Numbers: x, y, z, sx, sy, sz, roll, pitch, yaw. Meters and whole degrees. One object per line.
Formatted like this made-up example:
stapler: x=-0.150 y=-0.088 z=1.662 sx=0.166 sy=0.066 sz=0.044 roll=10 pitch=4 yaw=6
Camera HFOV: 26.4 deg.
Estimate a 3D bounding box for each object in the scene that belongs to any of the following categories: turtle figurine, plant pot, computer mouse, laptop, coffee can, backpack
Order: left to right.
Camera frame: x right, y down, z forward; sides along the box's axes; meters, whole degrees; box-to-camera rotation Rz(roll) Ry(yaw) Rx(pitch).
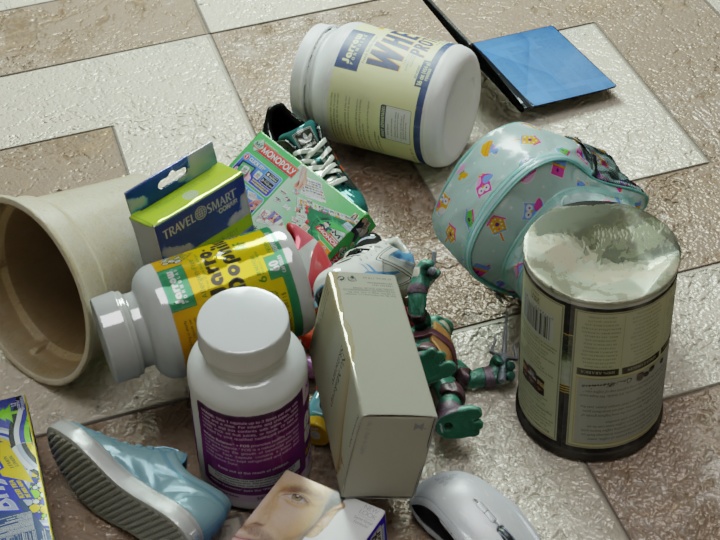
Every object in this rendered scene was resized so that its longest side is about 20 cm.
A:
plant pot: x=-0.279 y=-0.011 z=1.592 sx=0.199 sy=0.203 sz=0.183 roll=27 pitch=38 yaw=31
turtle figurine: x=0.085 y=0.077 z=1.522 sx=0.149 sy=0.101 sz=0.201 roll=42 pitch=22 yaw=-15
computer mouse: x=0.119 y=0.236 z=1.372 sx=0.109 sy=0.044 sz=0.199 roll=-32 pitch=48 yaw=-29
laptop: x=0.191 y=-0.294 z=1.927 sx=0.116 sy=0.200 sz=0.188 roll=-41 pitch=39 yaw=6
backpack: x=0.181 y=-0.049 z=1.555 sx=0.199 sy=0.176 sz=0.154 roll=23 pitch=24 yaw=-35
coffee can: x=0.222 y=0.058 z=1.452 sx=0.144 sy=0.202 sz=0.147 roll=-1 pitch=40 yaw=1

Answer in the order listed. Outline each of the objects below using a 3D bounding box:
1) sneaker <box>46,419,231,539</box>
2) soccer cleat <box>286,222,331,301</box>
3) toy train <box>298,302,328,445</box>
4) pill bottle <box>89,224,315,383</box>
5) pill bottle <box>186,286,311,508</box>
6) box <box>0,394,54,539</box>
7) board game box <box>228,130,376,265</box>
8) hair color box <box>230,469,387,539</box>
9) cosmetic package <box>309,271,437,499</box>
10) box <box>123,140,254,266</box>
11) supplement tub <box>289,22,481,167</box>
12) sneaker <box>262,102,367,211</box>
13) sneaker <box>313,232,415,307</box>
sneaker: x=-0.204 y=0.193 z=1.430 sx=0.199 sy=0.075 sz=0.082 roll=33 pitch=43 yaw=24
soccer cleat: x=-0.111 y=0.039 z=1.563 sx=0.200 sy=0.077 sz=0.067 roll=-44 pitch=14 yaw=-18
toy train: x=-0.026 y=0.092 z=1.541 sx=0.149 sy=0.056 sz=0.200 roll=-22 pitch=44 yaw=-21
pill bottle: x=-0.152 y=0.036 z=1.467 sx=0.198 sy=0.114 sz=0.113 roll=-18 pitch=42 yaw=-13
pill bottle: x=-0.101 y=0.115 z=1.402 sx=0.111 sy=0.202 sz=0.113 roll=0 pitch=44 yaw=0
box: x=-0.320 y=0.210 z=1.409 sx=0.063 sy=0.071 sz=0.201 roll=-12 pitch=41 yaw=-12
board game box: x=-0.093 y=-0.055 z=1.695 sx=0.135 sy=0.029 sz=0.200 roll=-46 pitch=52 yaw=-6
hair color box: x=-0.070 y=0.275 z=1.325 sx=0.108 sy=0.065 sz=0.200 roll=18 pitch=43 yaw=24
cosmetic package: x=0.008 y=0.102 z=1.412 sx=0.072 sy=0.104 sz=0.201 roll=4 pitch=36 yaw=-14
box: x=-0.161 y=-0.013 z=1.558 sx=0.047 sy=0.202 sz=0.121 roll=23 pitch=46 yaw=40
supplement tub: x=0.030 y=-0.213 z=1.824 sx=0.198 sy=0.146 sz=0.145 roll=16 pitch=44 yaw=21
sneaker: x=-0.060 y=-0.121 z=1.771 sx=0.071 sy=0.081 sz=0.200 roll=-25 pitch=45 yaw=-24
sneaker: x=0.000 y=0.000 z=1.570 sx=0.071 sy=0.073 sz=0.200 roll=-19 pitch=-4 yaw=22
